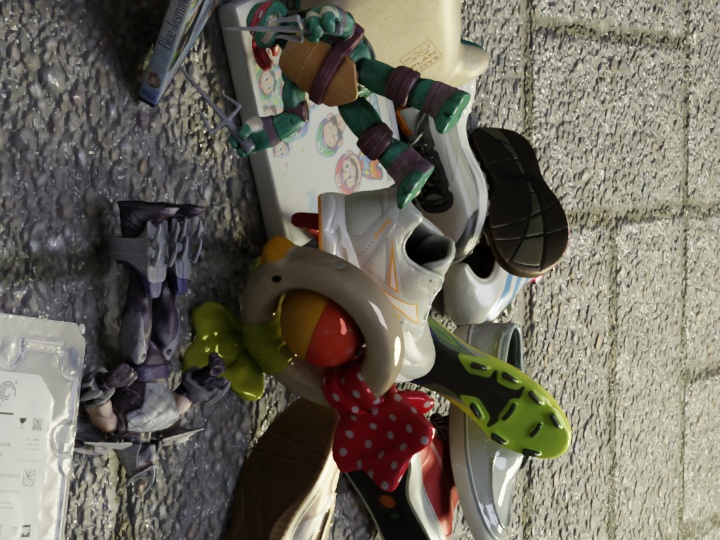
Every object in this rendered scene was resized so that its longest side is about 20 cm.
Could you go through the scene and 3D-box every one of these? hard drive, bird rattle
[{"bbox_3d":[-0.239,0.125,1.004,0.139,0.038,0.202,14,80,-56],"label":"hard drive"},{"bbox_3d":[-0.029,0.061,1.168,0.113,0.199,0.164,-40,156,-40],"label":"bird rattle"}]

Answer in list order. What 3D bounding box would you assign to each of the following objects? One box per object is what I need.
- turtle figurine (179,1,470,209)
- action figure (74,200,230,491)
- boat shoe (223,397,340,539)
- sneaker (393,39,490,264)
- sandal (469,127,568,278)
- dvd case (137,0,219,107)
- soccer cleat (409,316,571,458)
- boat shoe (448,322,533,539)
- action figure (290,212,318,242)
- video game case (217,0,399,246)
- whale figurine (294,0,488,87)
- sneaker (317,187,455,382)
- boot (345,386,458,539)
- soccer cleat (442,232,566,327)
[{"bbox_3d":[-0.026,-0.139,1.143,0.101,0.199,0.150,-52,171,-39],"label":"turtle figurine"},{"bbox_3d":[-0.146,0.054,1.110,0.130,0.069,0.202,-3,98,-60],"label":"action figure"},{"bbox_3d":[-0.058,0.196,1.250,0.069,0.073,0.201,43,67,-51],"label":"boat shoe"},{"bbox_3d":[0.061,-0.105,1.407,0.079,0.074,0.203,-9,94,-45],"label":"sneaker"},{"bbox_3d":[0.135,-0.057,1.467,0.201,0.081,0.055,-106,-152,-47],"label":"sandal"},{"bbox_3d":[-0.096,-0.216,1.085,0.017,0.200,0.143,27,58,-4],"label":"dvd case"},{"bbox_3d":[0.096,0.090,1.367,0.065,0.199,0.084,-63,169,16],"label":"soccer cleat"},{"bbox_3d":[0.121,0.138,1.406,0.070,0.071,0.203,37,46,-57],"label":"boat shoe"},{"bbox_3d":[0.000,0.000,1.321,0.200,0.051,0.066,21,83,-65],"label":"action figure"},{"bbox_3d":[-0.034,-0.140,1.297,0.182,0.023,0.202,-36,121,-49],"label":"video game case"},{"bbox_3d":[0.026,-0.207,1.265,0.200,0.158,0.104,38,22,-53],"label":"whale figurine"},{"bbox_3d":[0.036,0.013,1.230,0.201,0.091,0.076,63,21,-46],"label":"sneaker"},{"bbox_3d":[0.046,0.140,1.403,0.145,0.072,0.201,-58,138,-44],"label":"boot"},{"bbox_3d":[0.140,-0.024,1.518,0.200,0.069,0.087,-47,128,-43],"label":"soccer cleat"}]
